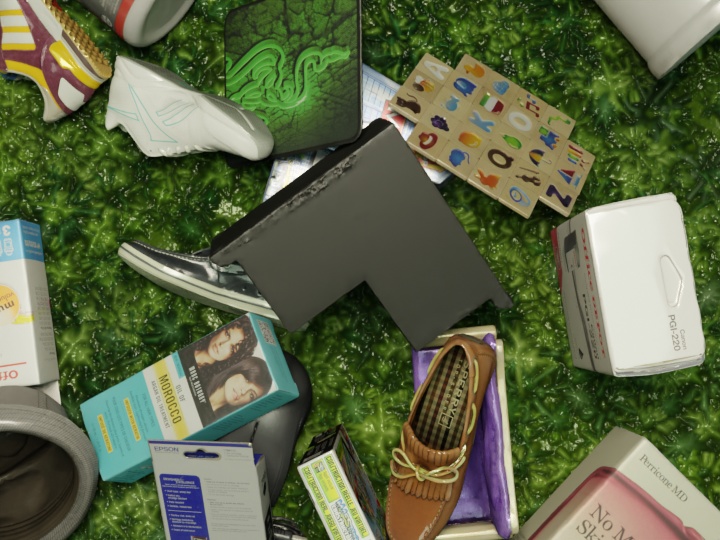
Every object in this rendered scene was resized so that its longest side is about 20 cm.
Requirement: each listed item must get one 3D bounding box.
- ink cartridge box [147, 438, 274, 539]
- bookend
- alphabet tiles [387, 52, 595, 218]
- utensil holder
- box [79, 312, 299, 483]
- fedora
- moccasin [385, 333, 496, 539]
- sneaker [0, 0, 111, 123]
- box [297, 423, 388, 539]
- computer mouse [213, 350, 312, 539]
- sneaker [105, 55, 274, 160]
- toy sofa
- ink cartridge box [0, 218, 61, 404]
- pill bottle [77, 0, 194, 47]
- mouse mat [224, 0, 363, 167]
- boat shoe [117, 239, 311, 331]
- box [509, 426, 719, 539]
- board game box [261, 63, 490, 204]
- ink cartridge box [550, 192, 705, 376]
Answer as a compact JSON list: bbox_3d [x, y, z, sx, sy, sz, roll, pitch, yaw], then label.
[{"bbox_3d":[-0.133,0.225,0.989,0.098,0.039,0.202,2,122,7],"label":"ink cartridge box"},{"bbox_3d":[0.000,0.000,0.978,0.198,0.092,0.201,-36,103,1],"label":"bookend"},{"bbox_3d":[0.129,-0.133,1.028,0.199,0.006,0.167,32,47,1],"label":"alphabet tiles"},{"bbox_3d":[0.285,-0.314,1.011,0.170,0.170,0.200,-39,86,-2],"label":"utensil holder"},{"bbox_3d":[-0.163,0.123,1.011,0.199,0.049,0.083,-29,69,13],"label":"box"},{"bbox_3d":[-0.340,0.184,1.004,0.176,0.091,0.201,22,115,-27],"label":"fedora"},{"bbox_3d":[0.068,0.156,0.955,0.073,0.078,0.203,27,100,22],"label":"moccasin"},{"bbox_3d":[-0.338,-0.240,1.051,0.090,0.075,0.200,-40,81,7],"label":"sneaker"},{"bbox_3d":[-0.012,0.205,0.965,0.034,0.200,0.111,-26,88,0],"label":"box"},{"bbox_3d":[-0.101,0.176,1.040,0.137,0.053,0.202,13,87,1],"label":"computer mouse"},{"bbox_3d":[-0.168,-0.140,1.037,0.199,0.070,0.081,27,102,26],"label":"sneaker"},{"bbox_3d":[0.096,0.156,1.020,0.082,0.098,0.202,-5,88,-1],"label":"toy sofa"},{"bbox_3d":[-0.364,0.059,1.037,0.114,0.068,0.202,-9,87,0],"label":"ink cartridge box"},{"bbox_3d":[-0.257,-0.322,1.035,0.200,0.116,0.116,40,88,2],"label":"pill bottle"},{"bbox_3d":[-0.068,-0.189,1.013,0.007,0.199,0.163,3,84,-44],"label":"mouse mat"},{"bbox_3d":[-0.137,0.003,1.041,0.198,0.075,0.063,17,79,-2],"label":"boat shoe"},{"bbox_3d":[0.233,0.266,1.008,0.128,0.109,0.200,43,88,2],"label":"box"},{"bbox_3d":[0.017,-0.103,1.051,0.198,0.062,0.202,17,87,1],"label":"board game box"},{"bbox_3d":[0.238,0.017,0.975,0.084,0.200,0.147,-10,87,-1],"label":"ink cartridge box"}]
